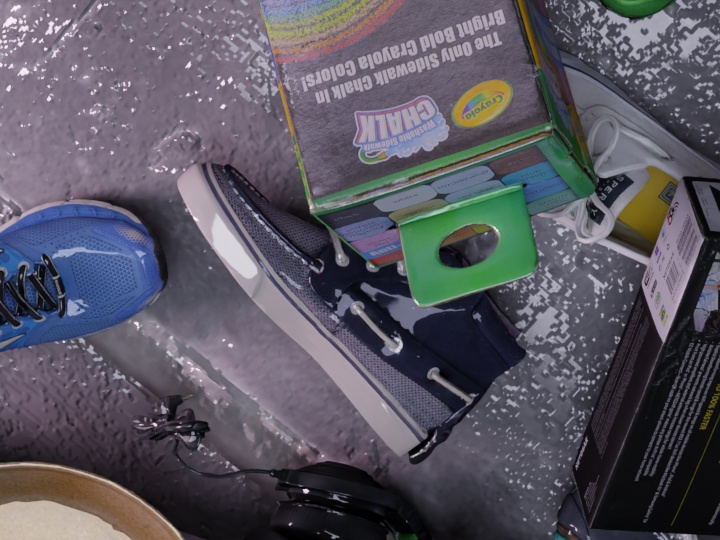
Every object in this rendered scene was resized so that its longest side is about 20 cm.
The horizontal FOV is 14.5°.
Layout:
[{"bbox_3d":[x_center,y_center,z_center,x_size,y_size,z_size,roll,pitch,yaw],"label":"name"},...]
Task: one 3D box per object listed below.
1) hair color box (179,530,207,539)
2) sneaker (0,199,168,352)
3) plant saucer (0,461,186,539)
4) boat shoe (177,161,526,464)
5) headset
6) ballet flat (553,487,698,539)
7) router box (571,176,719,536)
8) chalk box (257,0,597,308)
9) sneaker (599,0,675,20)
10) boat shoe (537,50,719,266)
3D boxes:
[{"bbox_3d":[-0.187,0.156,1.515,0.199,0.102,0.061,20,109,-4],"label":"hair color box"},{"bbox_3d":[-0.196,0.021,1.472,0.199,0.089,0.079,-13,110,9],"label":"sneaker"},{"bbox_3d":[-0.167,0.191,1.449,0.199,0.035,0.201,0,100,1],"label":"plant saucer"},{"bbox_3d":[0.000,0.000,1.464,0.093,0.075,0.200,-39,111,10],"label":"boat shoe"},{"bbox_3d":[-0.041,0.148,1.503,0.124,0.094,0.200,-50,116,-25],"label":"headset"},{"bbox_3d":[0.196,0.171,1.507,0.200,0.073,0.073,37,109,-2],"label":"ballet flat"},{"bbox_3d":[0.205,0.049,1.421,0.148,0.051,0.201,5,130,-15],"label":"router box"},{"bbox_3d":[0.034,-0.081,1.352,0.124,0.124,0.201,-17,75,10],"label":"chalk box"},{"bbox_3d":[0.177,-0.203,1.360,0.078,0.085,0.201,26,110,-5],"label":"sneaker"},{"bbox_3d":[0.121,-0.044,1.423,0.202,0.086,0.075,33,109,-8],"label":"boat shoe"}]
